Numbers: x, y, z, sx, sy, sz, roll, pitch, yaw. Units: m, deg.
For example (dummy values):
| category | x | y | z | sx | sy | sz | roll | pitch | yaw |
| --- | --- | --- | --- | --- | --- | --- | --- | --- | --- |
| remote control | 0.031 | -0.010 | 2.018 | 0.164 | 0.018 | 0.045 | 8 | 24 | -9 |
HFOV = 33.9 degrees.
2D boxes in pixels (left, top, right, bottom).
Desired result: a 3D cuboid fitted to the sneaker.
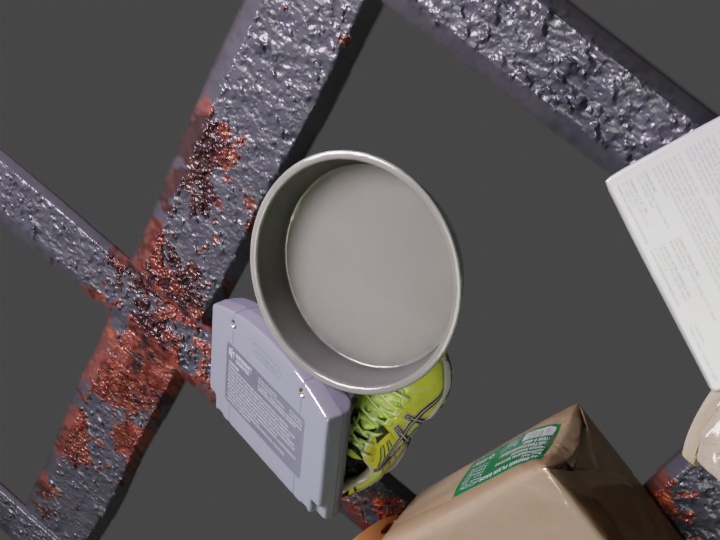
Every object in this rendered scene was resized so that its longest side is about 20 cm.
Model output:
| category | x | y | z | sx | sy | sz | roll | pitch | yaw |
| --- | --- | --- | --- | --- | --- | --- | --- | --- | --- |
| sneaker | 0.022 | 0.130 | 1.041 | 0.075 | 0.076 | 0.201 | 31 | 130 | 15 |

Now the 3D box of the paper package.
| category | x | y | z | sx | sy | sz | roll | pitch | yaw |
| --- | --- | --- | --- | --- | --- | --- | --- | --- | --- |
| paper package | 0.149 | 0.244 | 0.996 | 0.199 | 0.104 | 0.191 | -35 | 97 | 35 |

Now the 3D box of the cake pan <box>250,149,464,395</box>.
| category | x | y | z | sx | sy | sz | roll | pitch | yaw |
| --- | --- | --- | --- | --- | --- | --- | --- | --- | --- |
| cake pan | 0.000 | 0.000 | 0.965 | 0.199 | 0.037 | 0.202 | 8 | 107 | 29 |

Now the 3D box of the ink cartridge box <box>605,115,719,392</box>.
| category | x | y | z | sx | sy | sz | roll | pitch | yaw |
| --- | --- | --- | --- | --- | --- | --- | --- | --- | --- |
| ink cartridge box | 0.283 | -0.033 | 0.765 | 0.199 | 0.057 | 0.164 | -28 | 84 | 22 |

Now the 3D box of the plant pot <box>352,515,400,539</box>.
| category | x | y | z | sx | sy | sz | roll | pitch | yaw |
| --- | --- | --- | --- | --- | --- | --- | --- | --- | --- |
| plant pot | 0.031 | 0.330 | 1.122 | 0.198 | 0.140 | 0.202 | 16 | 127 | 23 |

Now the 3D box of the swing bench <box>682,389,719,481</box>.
| category | x | y | z | sx | sy | sz | roll | pitch | yaw |
| --- | --- | --- | --- | --- | --- | --- | --- | --- | --- |
| swing bench | 0.319 | 0.174 | 0.773 | 0.199 | 0.129 | 0.202 | -131 | 19 | -66 |

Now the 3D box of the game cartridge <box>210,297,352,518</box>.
| category | x | y | z | sx | sy | sz | roll | pitch | yaw |
| --- | --- | --- | --- | --- | --- | --- | --- | --- | --- |
| game cartridge | -0.074 | 0.114 | 1.067 | 0.200 | 0.040 | 0.134 | 40 | 137 | 42 |
